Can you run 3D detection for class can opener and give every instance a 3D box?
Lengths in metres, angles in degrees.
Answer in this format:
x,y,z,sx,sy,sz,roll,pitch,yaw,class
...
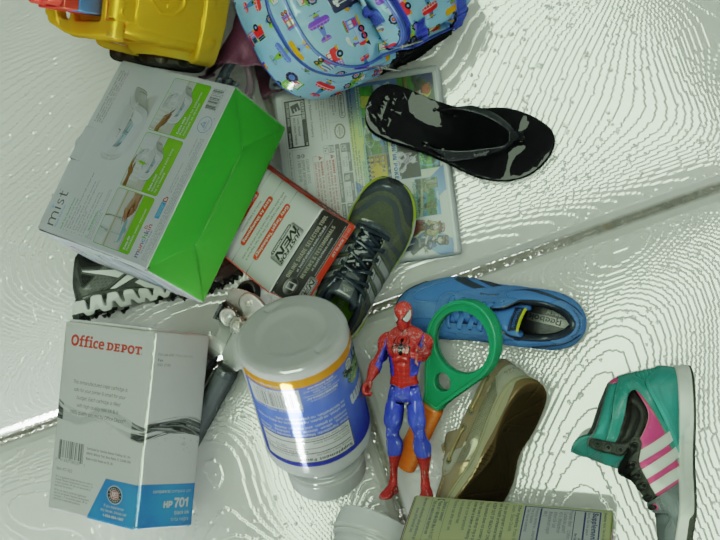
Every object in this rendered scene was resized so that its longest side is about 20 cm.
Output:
x,y,z,sx,sy,sz,roll,pitch,yaw,class
-0.151,0.106,1.500,0.052,0.066,0.201,32,102,13,can opener

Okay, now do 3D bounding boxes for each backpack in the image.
x,y,z,sx,sy,sz,roll,pitch,yaw,class
-0.015,-0.273,1.397,0.199,0.134,0.183,-30,97,-27,backpack

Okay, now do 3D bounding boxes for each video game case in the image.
x,y,z,sx,sy,sz,roll,pitch,yaw,class
0.006,-0.104,1.494,0.181,0.022,0.201,-7,85,11,video game case

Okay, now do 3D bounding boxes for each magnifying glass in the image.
x,y,z,sx,sy,sz,roll,pitch,yaw,class
0.083,0.119,1.432,0.079,0.022,0.201,35,113,24,magnifying glass

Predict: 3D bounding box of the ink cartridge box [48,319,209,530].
x,y,z,sx,sy,sz,roll,pitch,yaw,class
-0.242,0.158,1.471,0.146,0.086,0.201,4,86,41,ink cartridge box

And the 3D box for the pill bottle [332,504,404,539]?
x,y,z,sx,sy,sz,roll,pitch,yaw,class
-0.018,0.343,1.405,0.112,0.112,0.201,18,67,12,pill bottle

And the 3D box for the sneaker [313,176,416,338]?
x,y,z,sx,sy,sz,roll,pitch,yaw,class
0.000,0.000,1.437,0.073,0.081,0.201,22,109,1,sneaker

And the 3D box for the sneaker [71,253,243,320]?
x,y,z,sx,sy,sz,roll,pitch,yaw,class
-0.224,-0.007,1.512,0.199,0.066,0.091,-12,87,13,sneaker

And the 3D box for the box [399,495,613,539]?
x,y,z,sx,sy,sz,roll,pitch,yaw,class
0.143,0.324,1.375,0.199,0.097,0.177,2,112,13,box

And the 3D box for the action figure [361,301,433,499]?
x,y,z,sx,sy,sz,roll,pitch,yaw,class
0.038,0.133,1.393,0.065,0.099,0.202,1,95,17,action figure

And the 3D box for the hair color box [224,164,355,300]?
x,y,z,sx,sy,sz,roll,pitch,yaw,class
-0.108,-0.056,1.451,0.200,0.061,0.102,37,96,40,hair color box

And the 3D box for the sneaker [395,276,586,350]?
x,y,z,sx,sy,sz,roll,pitch,yaw,class
0.130,0.042,1.433,0.199,0.078,0.066,6,90,13,sneaker

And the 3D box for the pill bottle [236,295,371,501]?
x,y,z,sx,sy,sz,roll,pitch,yaw,class
-0.049,0.133,1.404,0.111,0.112,0.201,-7,130,6,pill bottle

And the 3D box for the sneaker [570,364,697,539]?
x,y,z,sx,sy,sz,roll,pitch,yaw,class
0.267,0.192,1.391,0.120,0.084,0.201,1,79,7,sneaker

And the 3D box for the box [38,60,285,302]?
x,y,z,sx,sy,sz,roll,pitch,yaw,class
-0.203,-0.094,1.427,0.176,0.097,0.201,16,78,38,box

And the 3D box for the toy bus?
x,y,z,sx,sy,sz,roll,pitch,yaw,class
-0.255,-0.280,1.439,0.200,0.191,0.137,15,101,52,toy bus

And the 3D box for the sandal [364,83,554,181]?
x,y,z,sx,sy,sz,roll,pitch,yaw,class
0.101,-0.140,1.447,0.199,0.043,0.077,11,85,-1,sandal

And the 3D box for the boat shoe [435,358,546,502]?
x,y,z,sx,sy,sz,roll,pitch,yaw,class
0.118,0.187,1.438,0.065,0.072,0.201,39,109,47,boat shoe

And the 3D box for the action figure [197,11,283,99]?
x,y,z,sx,sy,sz,roll,pitch,yaw,class
-0.100,-0.280,1.502,0.133,0.149,0.201,8,68,-27,action figure
